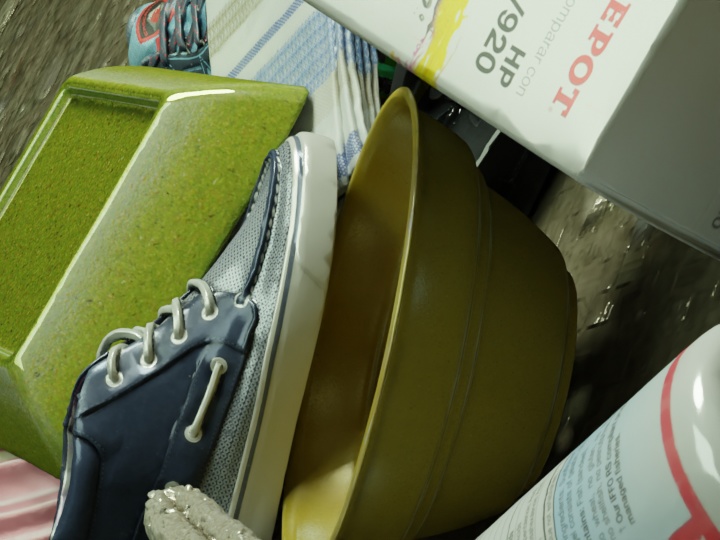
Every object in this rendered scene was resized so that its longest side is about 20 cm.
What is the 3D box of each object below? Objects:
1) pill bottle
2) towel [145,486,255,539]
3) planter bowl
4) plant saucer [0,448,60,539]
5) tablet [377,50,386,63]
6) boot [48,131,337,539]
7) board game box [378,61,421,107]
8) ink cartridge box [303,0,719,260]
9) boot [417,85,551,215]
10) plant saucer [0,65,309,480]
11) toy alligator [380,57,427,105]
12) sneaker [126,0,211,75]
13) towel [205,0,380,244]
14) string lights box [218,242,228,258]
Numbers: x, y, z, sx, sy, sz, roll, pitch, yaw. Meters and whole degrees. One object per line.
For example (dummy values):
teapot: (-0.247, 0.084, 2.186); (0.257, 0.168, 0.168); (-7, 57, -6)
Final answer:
pill bottle: (0.084, 0.112, 0.885); (0.200, 0.109, 0.109); (-47, 24, 36)
towel: (-0.027, 0.157, 1.057); (0.034, 0.133, 0.200); (-23, 16, -12)
planter bowl: (0.033, 0.035, 1.116); (0.200, 0.083, 0.200); (-168, 90, -82)
plant saucer: (-0.125, 0.077, 1.373); (0.200, 0.051, 0.201); (-20, 16, 6)
tablet: (0.022, -0.161, 1.363); (0.130, 0.014, 0.200); (69, -139, -82)
boot: (-0.069, 0.034, 1.190); (0.073, 0.090, 0.200); (166, 116, -79)
board game box: (0.048, -0.191, 1.307); (0.200, 0.026, 0.200); (104, -171, -50)
ink cartridge box: (0.087, -0.116, 1.025); (0.200, 0.145, 0.147); (37, 100, 39)
boot: (0.079, -0.130, 1.307); (0.200, 0.066, 0.165); (-64, 17, 6)
plant saucer: (-0.127, -0.014, 1.307); (0.200, 0.048, 0.200); (-60, 24, -7)
toy alligator: (0.007, -0.104, 1.447); (0.200, 0.054, 0.059); (-60, 20, 4)
sneaker: (-0.078, -0.107, 1.453); (0.079, 0.096, 0.200); (-57, -6, -33)
towel: (-0.031, -0.101, 1.295); (0.147, 0.024, 0.200); (-42, 49, 55)
string lights box: (-0.082, 0.000, 1.451); (0.200, 0.103, 0.059); (-18, 42, 61)
